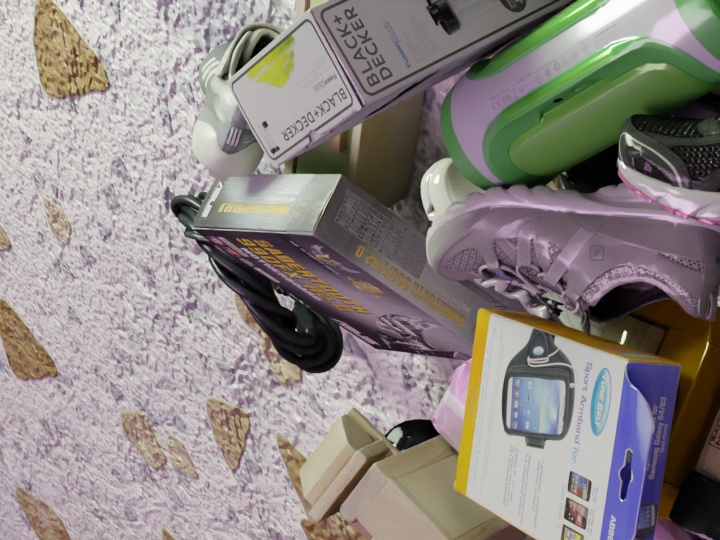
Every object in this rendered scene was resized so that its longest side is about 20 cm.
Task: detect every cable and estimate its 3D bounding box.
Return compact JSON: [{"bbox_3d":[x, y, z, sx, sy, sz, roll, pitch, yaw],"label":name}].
[{"bbox_3d":[-0.083,0.008,1.228,0.163,0.051,0.200,61,-169,20],"label":"cable"}]

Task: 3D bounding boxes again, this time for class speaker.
[{"bbox_3d":[0.134,-0.112,0.855,0.200,0.088,0.089,-29,93,46],"label":"speaker"}]

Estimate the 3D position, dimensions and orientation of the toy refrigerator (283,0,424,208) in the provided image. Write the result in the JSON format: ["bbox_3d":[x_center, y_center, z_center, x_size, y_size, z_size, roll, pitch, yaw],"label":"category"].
[{"bbox_3d":[-0.004,-0.130,1.078,0.076,0.070,0.200,40,144,27],"label":"toy refrigerator"}]

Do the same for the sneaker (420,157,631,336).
[{"bbox_3d":[0.126,-0.007,1.009,0.200,0.075,0.081,44,138,3],"label":"sneaker"}]

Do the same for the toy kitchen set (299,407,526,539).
[{"bbox_3d":[-0.003,0.183,1.074,0.163,0.180,0.200,44,114,18],"label":"toy kitchen set"}]

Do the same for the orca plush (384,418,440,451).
[{"bbox_3d":[0.093,0.130,1.172,0.200,0.105,0.071,4,89,56],"label":"orca plush"}]

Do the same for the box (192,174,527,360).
[{"bbox_3d":[0.000,0.000,1.109,0.200,0.048,0.158,34,163,-34],"label":"box"}]

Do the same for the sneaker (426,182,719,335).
[{"bbox_3d":[0.118,-0.004,0.887,0.200,0.075,0.082,-4,74,41],"label":"sneaker"}]

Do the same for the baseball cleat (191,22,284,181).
[{"bbox_3d":[-0.077,-0.142,1.124,0.200,0.070,0.107,-96,29,-58],"label":"baseball cleat"}]

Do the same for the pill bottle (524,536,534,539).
[{"bbox_3d":[0.115,0.238,1.189,0.200,0.116,0.117,18,131,48],"label":"pill bottle"}]

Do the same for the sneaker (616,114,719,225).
[{"bbox_3d":[0.233,-0.070,0.777,0.199,0.080,0.087,7,113,17],"label":"sneaker"}]

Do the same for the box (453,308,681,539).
[{"bbox_3d":[0.120,0.096,0.887,0.200,0.041,0.119,-160,77,-65],"label":"box"}]

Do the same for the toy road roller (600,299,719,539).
[{"bbox_3d":[0.227,0.097,0.890,0.146,0.123,0.200,22,-178,-26],"label":"toy road roller"}]

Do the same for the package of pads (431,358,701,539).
[{"bbox_3d":[0.154,0.130,1.024,0.200,0.120,0.076,43,124,22],"label":"package of pads"}]

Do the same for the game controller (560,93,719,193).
[{"bbox_3d":[0.197,-0.055,0.902,0.200,0.042,0.105,31,125,36],"label":"game controller"}]

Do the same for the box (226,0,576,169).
[{"bbox_3d":[0.034,-0.139,0.891,0.060,0.200,0.117,60,150,-2],"label":"box"}]
